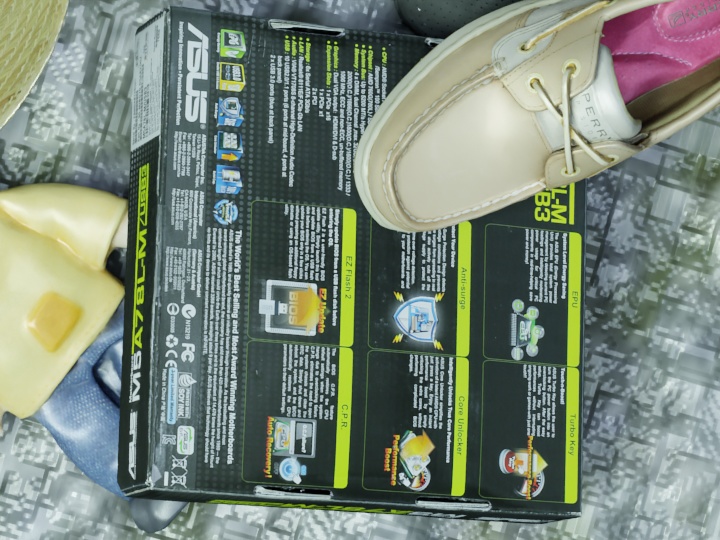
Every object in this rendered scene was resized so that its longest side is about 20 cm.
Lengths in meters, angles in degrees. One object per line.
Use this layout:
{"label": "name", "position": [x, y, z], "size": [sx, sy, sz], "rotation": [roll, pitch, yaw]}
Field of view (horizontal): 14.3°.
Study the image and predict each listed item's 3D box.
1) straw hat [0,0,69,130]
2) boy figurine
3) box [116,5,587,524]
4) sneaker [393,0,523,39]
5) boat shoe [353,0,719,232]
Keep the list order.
{"label": "straw hat", "position": [-0.169, -0.126, 1.165], "size": [0.201, 0.085, 0.202], "rotation": [-3, 84, 28]}
{"label": "boy figurine", "position": [-0.134, 0.013, 1.193], "size": [0.124, 0.064, 0.200], "rotation": [-45, 102, -5]}
{"label": "box", "position": [0.000, 0.000, 1.189], "size": [0.193, 0.047, 0.201], "rotation": [5, 80, -23]}
{"label": "sneaker", "position": [0.074, -0.152, 1.160], "size": [0.076, 0.116, 0.200], "rotation": [39, 118, -8]}
{"label": "boat shoe", "position": [0.091, -0.075, 1.155], "size": [0.200, 0.069, 0.074], "rotation": [-32, 115, -8]}
